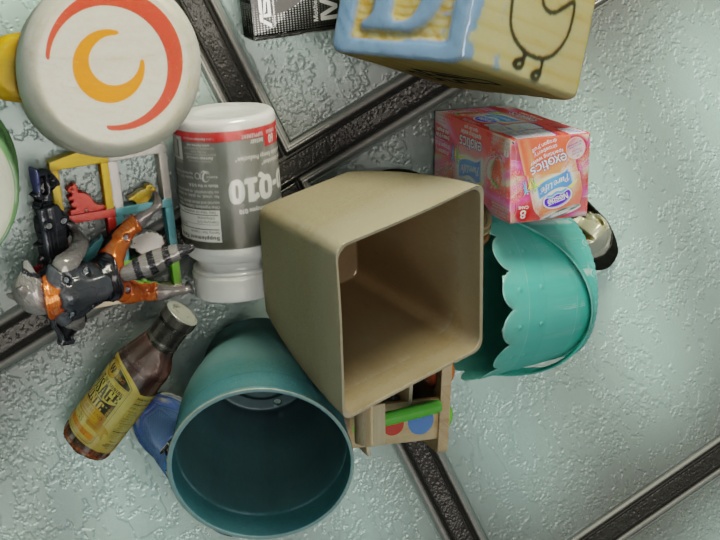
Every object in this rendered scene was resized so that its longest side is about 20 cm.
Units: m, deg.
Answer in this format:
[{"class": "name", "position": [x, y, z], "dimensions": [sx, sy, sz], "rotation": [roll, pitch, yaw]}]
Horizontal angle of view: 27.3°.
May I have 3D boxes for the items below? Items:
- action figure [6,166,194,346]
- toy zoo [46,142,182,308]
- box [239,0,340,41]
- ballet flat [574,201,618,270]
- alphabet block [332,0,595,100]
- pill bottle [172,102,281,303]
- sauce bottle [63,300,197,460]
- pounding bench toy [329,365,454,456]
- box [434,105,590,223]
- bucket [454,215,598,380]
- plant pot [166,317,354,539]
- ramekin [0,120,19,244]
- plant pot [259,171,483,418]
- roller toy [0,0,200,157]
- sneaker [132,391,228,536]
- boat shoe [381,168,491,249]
[{"class": "action figure", "position": [-0.283, -0.018, 1.563], "dimensions": [0.192, 0.104, 0.202], "rotation": [-25, 116, -24]}, {"class": "toy zoo", "position": [-0.269, -0.063, 1.622], "dimensions": [0.130, 0.020, 0.202], "rotation": [-12, 108, -18]}, {"class": "box", "position": [-0.043, -0.363, 1.614], "dimensions": [0.191, 0.047, 0.202], "rotation": [-11, 108, -22]}, {"class": "ballet flat", "position": [0.257, -0.062, 1.802], "dimensions": [0.200, 0.068, 0.068], "rotation": [42, 86, -26]}, {"class": "alphabet block", "position": [0.116, -0.299, 1.573], "dimensions": [0.199, 0.195, 0.198], "rotation": [7, 96, -45]}, {"class": "pill bottle", "position": [-0.141, -0.075, 1.617], "dimensions": [0.113, 0.114, 0.202], "rotation": [-10, 108, -19]}, {"class": "sauce bottle", "position": [-0.251, 0.119, 1.628], "dimensions": [0.066, 0.066, 0.201], "rotation": [29, 108, -25]}, {"class": "pounding bench toy", "position": [0.040, 0.149, 1.702], "dimensions": [0.154, 0.200, 0.126], "rotation": [-3, 105, -20]}, {"class": "box", "position": [0.167, -0.123, 1.676], "dimensions": [0.102, 0.200, 0.096], "rotation": [-6, 107, -22]}, {"class": "bucket", "position": [0.175, 0.022, 1.726], "dimensions": [0.133, 0.207, 0.210], "rotation": [-8, 107, -24]}, {"class": "plant pot", "position": [-0.111, 0.156, 1.635], "dimensions": [0.197, 0.189, 0.202], "rotation": [-2, 122, -3]}, {"class": "ramekin", "position": [-0.441, -0.087, 1.504], "dimensions": [0.198, 0.098, 0.202], "rotation": [-6, 107, -20]}, {"class": "plant pot", "position": [0.000, 0.000, 1.569], "dimensions": [0.199, 0.176, 0.202], "rotation": [-24, 126, -33]}, {"class": "roller toy", "position": [-0.264, -0.206, 1.519], "dimensions": [0.200, 0.140, 0.183], "rotation": [-43, 105, -11]}, {"class": "sneaker", "position": [-0.187, 0.223, 1.695], "dimensions": [0.078, 0.089, 0.201], "rotation": [-38, 112, -8]}, {"class": "boat shoe", "position": [0.085, -0.054, 1.665], "dimensions": [0.071, 0.200, 0.069], "rotation": [-6, 113, -25]}]
